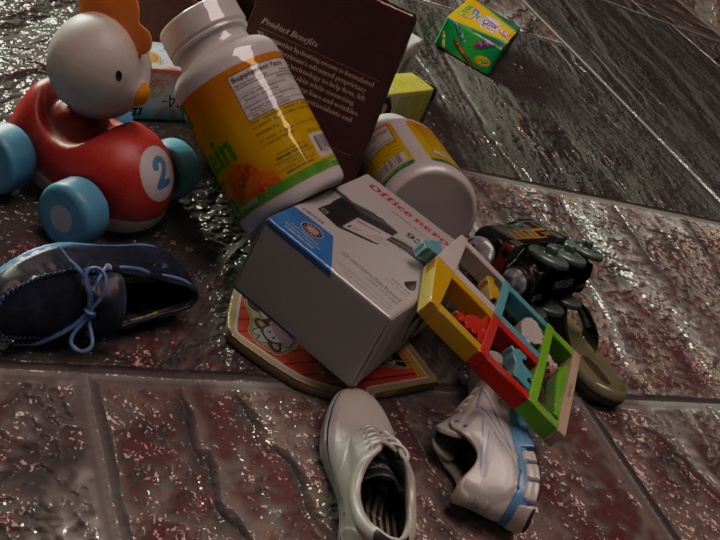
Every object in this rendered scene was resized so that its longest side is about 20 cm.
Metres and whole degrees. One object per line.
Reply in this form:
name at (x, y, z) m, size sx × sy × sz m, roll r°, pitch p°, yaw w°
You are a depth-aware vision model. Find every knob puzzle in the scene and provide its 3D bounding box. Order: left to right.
knob puzzle at (-0.039, 0.049, 0.927) m, size 0.216 × 0.031 × 0.221 m, roll 21°, pitch 32°, yaw -14°

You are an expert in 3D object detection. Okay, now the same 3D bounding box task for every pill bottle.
pill bottle at (-0.107, -0.149, 0.921) m, size 0.111 × 0.110 × 0.203 m, roll -30°, pitch 92°, yaw -55°
pill bottle at (0.051, -0.103, 1.101) m, size 0.111 × 0.114 × 0.201 m, roll 15°, pitch 24°, yaw -21°

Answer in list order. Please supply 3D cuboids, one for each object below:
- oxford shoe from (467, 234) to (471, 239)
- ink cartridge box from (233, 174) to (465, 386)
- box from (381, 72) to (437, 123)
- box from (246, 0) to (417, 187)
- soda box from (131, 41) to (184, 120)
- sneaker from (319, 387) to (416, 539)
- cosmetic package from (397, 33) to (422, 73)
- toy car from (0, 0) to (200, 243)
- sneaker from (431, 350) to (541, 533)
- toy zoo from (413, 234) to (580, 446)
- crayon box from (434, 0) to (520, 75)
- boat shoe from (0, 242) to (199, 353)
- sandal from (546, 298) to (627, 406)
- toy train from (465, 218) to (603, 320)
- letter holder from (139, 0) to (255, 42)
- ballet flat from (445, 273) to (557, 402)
oxford shoe at (0.100, -0.033, 1.138) m, size 0.074 × 0.058 × 0.201 m, roll 2°, pitch 37°, yaw -31°
ink cartridge box at (0.000, 0.000, 0.916) m, size 0.144 × 0.084 × 0.199 m, roll 37°, pitch 30°, yaw 13°
box at (0.025, -0.225, 1.343) m, size 0.050 × 0.076 × 0.199 m, roll 39°, pitch 33°, yaw 22°
box at (-0.060, -0.205, 1.067) m, size 0.163 × 0.203 × 0.164 m, roll 22°, pitch 1°, yaw -9°
soda box at (-0.204, -0.222, 1.152) m, size 0.198 × 0.069 × 0.064 m, roll -5°, pitch 43°, yaw -44°
sneaker at (0.014, 0.158, 0.769) m, size 0.072 × 0.071 × 0.202 m, roll 16°, pitch 33°, yaw -20°
cosmetic package at (-0.016, -0.363, 1.506) m, size 0.198 × 0.082 × 0.113 m, roll 32°, pitch 30°, yaw 8°
toy car at (-0.233, -0.156, 0.903) m, size 0.175 × 0.202 × 0.184 m, roll 34°, pitch 31°, yaw 10°
sneaker at (0.105, 0.137, 0.878) m, size 0.085 × 0.076 × 0.201 m, roll 15°, pitch 32°, yaw -10°
toy zoo at (0.119, 0.049, 0.885) m, size 0.200 × 0.020 × 0.132 m, roll 44°, pitch 32°, yaw -8°
crayon box at (0.224, -0.444, 1.841) m, size 0.118 × 0.059 × 0.200 m, roll 31°, pitch 31°, yaw 3°
boat shoe at (-0.209, 0.015, 0.783) m, size 0.068 × 0.085 × 0.199 m, roll 30°, pitch 31°, yaw 28°
sandal at (0.240, 0.065, 1.105) m, size 0.079 × 0.058 × 0.202 m, roll -2°, pitch 43°, yaw -41°
toy train at (0.178, -0.006, 1.036) m, size 0.113 × 0.087 × 0.199 m, roll 30°, pitch 20°, yaw 27°
letter holder at (-0.194, -0.339, 1.261) m, size 0.197 × 0.144 × 0.101 m, roll 25°, pitch 30°, yaw -6°
ballet flat at (0.132, 0.053, 1.012) m, size 0.200 × 0.076 × 0.064 m, roll 43°, pitch -9°, yaw 23°
